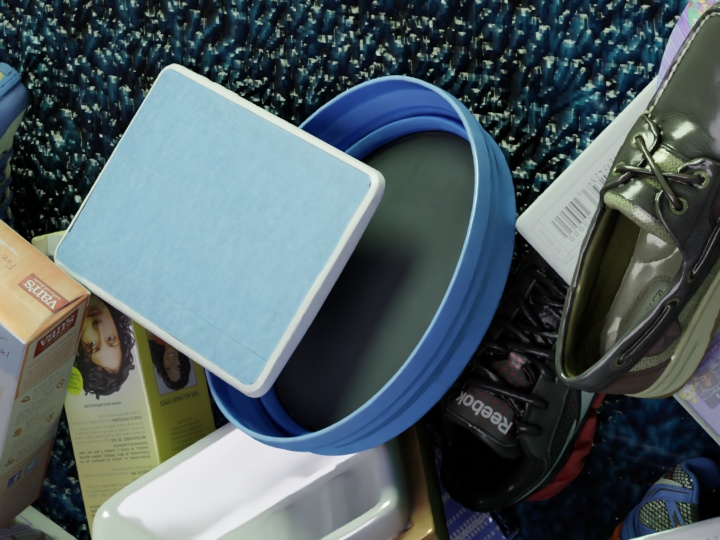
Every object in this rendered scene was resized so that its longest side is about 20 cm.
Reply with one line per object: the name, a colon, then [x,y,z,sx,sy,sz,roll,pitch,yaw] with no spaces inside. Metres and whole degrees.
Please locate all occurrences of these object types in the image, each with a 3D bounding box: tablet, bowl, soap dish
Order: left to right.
tablet: [-0.076,-0.024,1.460,0.200,0.014,0.130,30,90,46]
soap dish: [-0.043,0.145,1.446,0.200,0.157,0.081,-33,122,15]
bowl: [0.000,0.000,1.415,0.201,0.039,0.201,-29,47,37]

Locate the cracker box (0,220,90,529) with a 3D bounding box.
cracker box: [-0.231,0.046,1.571,0.134,0.058,0.200,39,142,15]

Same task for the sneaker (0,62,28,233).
sneaker: [-0.222,-0.036,1.610,0.088,0.075,0.200,41,135,5]

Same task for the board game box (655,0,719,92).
board game box: [0.226,-0.069,1.269,0.200,0.039,0.158,22,103,17]

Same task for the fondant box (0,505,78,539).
fondant box: [-0.170,0.239,1.639,0.200,0.058,0.144,26,121,47]

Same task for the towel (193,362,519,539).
towel: [-0.019,0.106,1.550,0.200,0.024,0.145,51,128,7]

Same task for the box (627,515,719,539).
box: [0.147,0.167,1.345,0.200,0.049,0.082,-16,82,10]

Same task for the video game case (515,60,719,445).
video game case: [0.201,-0.025,1.317,0.182,0.022,0.200,47,109,10]

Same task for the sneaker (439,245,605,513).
sneaker: [0.091,0.042,1.406,0.071,0.098,0.200,33,122,22]

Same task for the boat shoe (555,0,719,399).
boat shoe: [0.142,-0.029,1.273,0.072,0.066,0.201,36,119,35]

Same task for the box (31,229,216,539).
box: [-0.126,0.072,1.569,0.075,0.050,0.200,-10,94,44]

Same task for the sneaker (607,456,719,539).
sneaker: [0.214,0.164,1.386,0.200,0.075,0.078,30,119,19]
